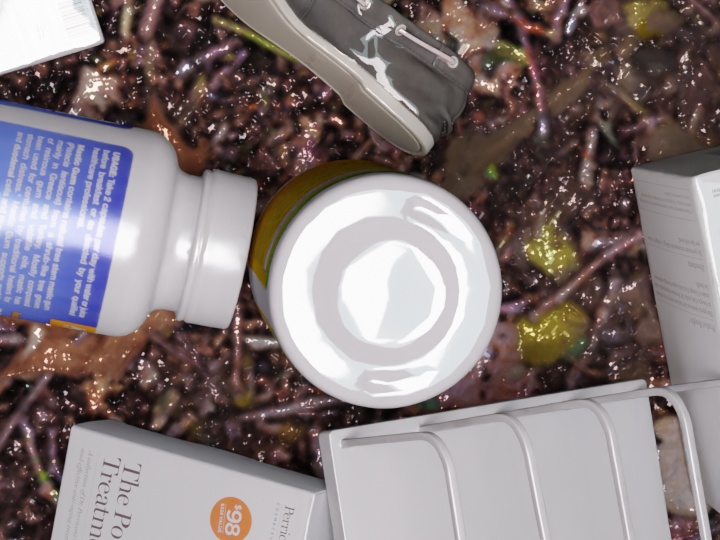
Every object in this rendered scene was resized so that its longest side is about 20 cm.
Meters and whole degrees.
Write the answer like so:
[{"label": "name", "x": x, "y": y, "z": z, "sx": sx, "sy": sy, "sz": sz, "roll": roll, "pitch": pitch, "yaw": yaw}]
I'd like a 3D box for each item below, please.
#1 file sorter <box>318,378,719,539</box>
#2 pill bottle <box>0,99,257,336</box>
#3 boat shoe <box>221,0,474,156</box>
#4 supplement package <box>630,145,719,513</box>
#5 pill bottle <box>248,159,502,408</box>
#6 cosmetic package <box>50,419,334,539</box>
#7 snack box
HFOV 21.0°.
[{"label": "file sorter", "x": 0.102, "y": 0.133, "z": 0.989, "sx": 0.200, "sy": 0.124, "sz": 0.139, "roll": -7, "pitch": 86, "yaw": -27}, {"label": "pill bottle", "x": -0.159, "y": -0.027, "z": 1.015, "sx": 0.199, "sy": 0.112, "sz": 0.112, "roll": 12, "pitch": 94, "yaw": -8}, {"label": "boat shoe", "x": -0.022, "y": -0.145, "z": 1.049, "sx": 0.200, "sy": 0.067, "sz": 0.057, "roll": 42, "pitch": 74, "yaw": -14}, {"label": "supplement package", "x": 0.236, "y": 0.030, "z": 1.069, "sx": 0.117, "sy": 0.117, "sz": 0.201, "roll": -13, "pitch": 98, "yaw": -8}, {"label": "pill bottle", "x": 0.000, "y": 0.000, "z": 0.993, "sx": 0.111, "sy": 0.200, "sz": 0.111, "roll": -1, "pitch": 96, "yaw": -8}, {"label": "cosmetic package", "x": -0.099, "y": 0.195, "z": 1.044, "sx": 0.150, "sy": 0.052, "sz": 0.201, "roll": 12, "pitch": 95, "yaw": 20}, {"label": "snack box", "x": -0.201, "y": -0.207, "z": 1.035, "sx": 0.072, "sy": 0.024, "sz": 0.201, "roll": -18, "pitch": 98, "yaw": -4}]
